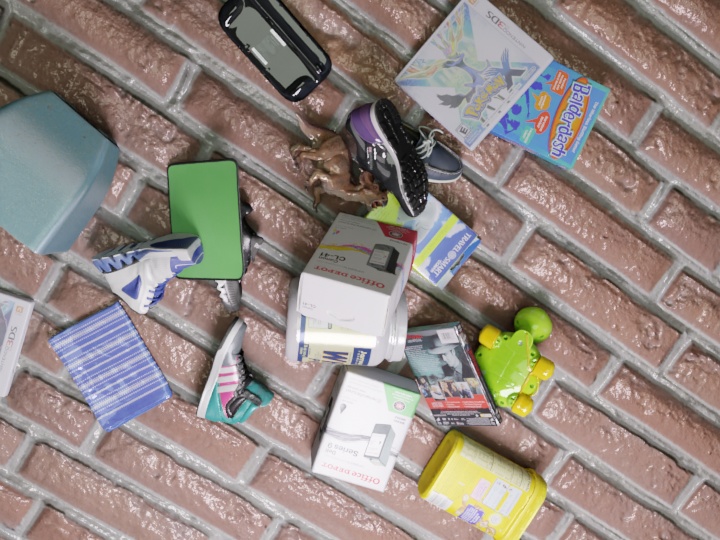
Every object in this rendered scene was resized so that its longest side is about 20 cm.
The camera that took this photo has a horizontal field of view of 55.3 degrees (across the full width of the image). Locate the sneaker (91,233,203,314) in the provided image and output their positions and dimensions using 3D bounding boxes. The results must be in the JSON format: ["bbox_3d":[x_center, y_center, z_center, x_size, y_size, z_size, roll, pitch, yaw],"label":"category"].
[{"bbox_3d":[-0.349,0.009,1.170,0.198,0.081,0.116,-8,111,18],"label":"sneaker"}]

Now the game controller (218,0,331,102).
[{"bbox_3d":[-0.143,-0.382,1.147,0.104,0.042,0.200,-40,101,18],"label":"game controller"}]

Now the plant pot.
[{"bbox_3d":[-0.495,-0.165,1.081,0.196,0.196,0.200,40,85,-10],"label":"plant pot"}]

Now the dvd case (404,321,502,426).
[{"bbox_3d":[0.157,0.189,1.230,0.022,0.146,0.201,-36,105,-41],"label":"dvd case"}]

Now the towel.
[{"bbox_3d":[-0.444,0.174,1.225,0.144,0.024,0.201,-27,101,0],"label":"towel"}]

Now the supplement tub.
[{"bbox_3d":[-0.027,0.088,1.182,0.199,0.145,0.146,4,100,-5],"label":"supplement tub"}]

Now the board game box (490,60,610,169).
[{"bbox_3d":[0.309,-0.286,1.194,0.199,0.045,0.153,23,97,-9],"label":"board game box"}]

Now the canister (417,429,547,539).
[{"bbox_3d":[0.226,0.407,1.293,0.199,0.087,0.149,30,96,-8],"label":"canister"}]

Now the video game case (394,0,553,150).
[{"bbox_3d":[0.187,-0.337,1.154,0.182,0.022,0.200,43,100,6],"label":"video game case"}]

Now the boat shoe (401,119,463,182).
[{"bbox_3d":[0.091,-0.215,1.172,0.199,0.062,0.075,28,65,-6],"label":"boat shoe"}]

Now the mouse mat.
[{"bbox_3d":[-0.261,-0.083,1.151,0.160,0.008,0.201,1,98,30],"label":"mouse mat"}]

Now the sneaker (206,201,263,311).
[{"bbox_3d":[-0.210,-0.028,1.186,0.090,0.066,0.201,-5,98,-1],"label":"sneaker"}]

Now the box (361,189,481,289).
[{"bbox_3d":[0.110,-0.067,1.216,0.200,0.048,0.122,39,95,-9],"label":"box"}]

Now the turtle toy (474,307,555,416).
[{"bbox_3d":[0.277,0.157,1.241,0.145,0.101,0.201,31,98,17],"label":"turtle toy"}]

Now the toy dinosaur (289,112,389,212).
[{"bbox_3d":[-0.040,-0.182,1.166,0.135,0.086,0.201,-24,96,-1],"label":"toy dinosaur"}]

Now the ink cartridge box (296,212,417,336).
[{"bbox_3d":[0.000,0.000,1.113,0.147,0.200,0.086,15,124,9],"label":"ink cartridge box"}]

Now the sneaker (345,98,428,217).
[{"bbox_3d":[0.043,-0.179,1.130,0.087,0.076,0.201,-8,114,41],"label":"sneaker"}]

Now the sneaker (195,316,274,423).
[{"bbox_3d":[-0.205,0.189,1.215,0.120,0.084,0.201,20,106,-3],"label":"sneaker"}]

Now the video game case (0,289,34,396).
[{"bbox_3d":[-0.690,0.107,1.192,0.199,0.023,0.183,19,98,-8],"label":"video game case"}]

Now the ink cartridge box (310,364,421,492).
[{"bbox_3d":[0.008,0.282,1.251,0.145,0.084,0.201,18,99,-7],"label":"ink cartridge box"}]
